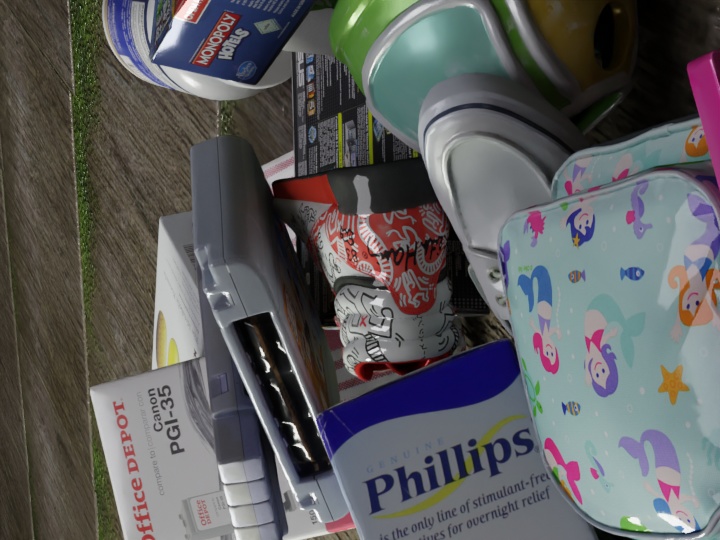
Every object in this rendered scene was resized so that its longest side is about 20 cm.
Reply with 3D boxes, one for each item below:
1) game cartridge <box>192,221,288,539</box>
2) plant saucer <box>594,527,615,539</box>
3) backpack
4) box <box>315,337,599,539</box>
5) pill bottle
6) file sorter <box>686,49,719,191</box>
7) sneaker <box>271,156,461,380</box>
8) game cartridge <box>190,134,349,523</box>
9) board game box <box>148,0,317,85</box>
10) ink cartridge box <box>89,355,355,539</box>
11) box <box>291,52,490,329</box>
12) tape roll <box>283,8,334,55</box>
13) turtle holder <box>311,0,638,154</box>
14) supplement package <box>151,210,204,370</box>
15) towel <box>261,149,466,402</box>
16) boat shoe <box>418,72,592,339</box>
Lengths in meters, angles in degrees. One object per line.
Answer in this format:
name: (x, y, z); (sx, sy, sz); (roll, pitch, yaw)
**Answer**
game cartridge: (-0.074, 0.074, 0.850); (0.130, 0.038, 0.200); (90, 171, -45)
plant saucer: (0.165, 0.211, 0.730); (0.200, 0.019, 0.070); (-130, 36, -50)
backpack: (0.153, 0.036, 0.529); (0.177, 0.150, 0.201); (-12, 95, 65)
box: (0.068, 0.164, 0.694); (0.184, 0.105, 0.200); (72, 177, -67)
pill bottle: (-0.112, -0.190, 1.038); (0.200, 0.119, 0.120); (24, 123, 61)
file sorter: (0.208, 0.010, 0.388); (0.125, 0.139, 0.201); (-24, 79, 64)
sneaker: (-0.001, 0.000, 0.727); (0.201, 0.067, 0.108); (-175, 77, -75)
game cartridge: (-0.048, 0.029, 0.775); (0.133, 0.041, 0.200); (-94, -11, -50)
board game box: (-0.040, -0.227, 0.654); (0.200, 0.061, 0.201); (137, 136, -54)
ink cartridge box: (-0.082, 0.130, 1.014); (0.083, 0.199, 0.147); (4, -108, -77)
box: (0.014, -0.067, 0.837); (0.160, 0.044, 0.201); (-12, 79, 59)
tape roll: (-0.021, -0.223, 0.783); (0.203, 0.037, 0.204); (-175, 90, -79)
turtle holder: (0.077, -0.129, 0.657); (0.185, 0.141, 0.132); (-37, 79, 22)
supplement package: (-0.103, 0.056, 1.145); (0.114, 0.109, 0.200); (-123, 31, -41)
towel: (-0.015, 0.006, 0.928); (0.146, 0.030, 0.201); (-25, 75, 27)
boat shoe: (0.089, -0.003, 0.636); (0.200, 0.073, 0.067); (48, -145, -36)
